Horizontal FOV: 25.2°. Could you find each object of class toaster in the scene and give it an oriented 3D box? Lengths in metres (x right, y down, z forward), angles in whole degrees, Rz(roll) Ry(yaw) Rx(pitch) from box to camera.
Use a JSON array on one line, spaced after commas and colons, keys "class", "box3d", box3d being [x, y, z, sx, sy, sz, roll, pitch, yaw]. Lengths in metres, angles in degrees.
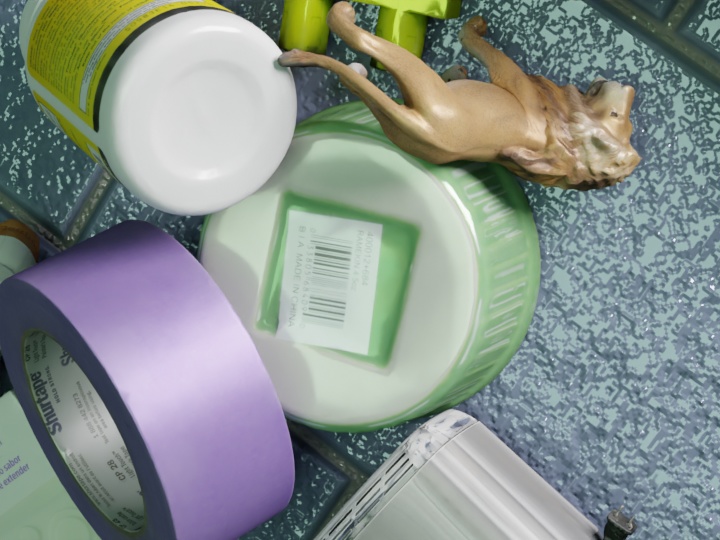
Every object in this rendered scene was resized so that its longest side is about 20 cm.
[{"class": "toaster", "box3d": [0.051, 0.174, 0.952, 0.129, 0.114, 0.200, 44, 110, 11]}]

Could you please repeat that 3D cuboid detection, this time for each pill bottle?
[{"class": "pill bottle", "box3d": [-0.127, -0.115, 0.930, 0.200, 0.112, 0.113, 37, 112, 53]}]

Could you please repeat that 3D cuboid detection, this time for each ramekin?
[{"class": "ramekin", "box3d": [0.000, 0.000, 0.952, 0.199, 0.098, 0.201, 3, 98, 18]}]

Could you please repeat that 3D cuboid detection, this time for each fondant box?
[{"class": "fondant box", "box3d": [-0.216, 0.194, 1.073, 0.144, 0.058, 0.200, -35, 84, 19]}]

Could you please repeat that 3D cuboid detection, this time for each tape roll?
[{"class": "tape roll", "box3d": [-0.130, 0.077, 0.955, 0.200, 0.085, 0.201, 41, 147, 34]}]

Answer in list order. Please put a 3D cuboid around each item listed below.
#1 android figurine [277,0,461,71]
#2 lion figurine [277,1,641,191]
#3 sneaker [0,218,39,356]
[{"class": "android figurine", "box3d": [0.009, -0.222, 0.951, 0.181, 0.041, 0.201, 12, 101, 17]}, {"class": "lion figurine", "box3d": [0.060, -0.087, 0.890, 0.123, 0.199, 0.073, 53, 135, 30]}, {"class": "sneaker", "box3d": [-0.265, 0.042, 1.073, 0.073, 0.085, 0.200, 34, 129, -17]}]
